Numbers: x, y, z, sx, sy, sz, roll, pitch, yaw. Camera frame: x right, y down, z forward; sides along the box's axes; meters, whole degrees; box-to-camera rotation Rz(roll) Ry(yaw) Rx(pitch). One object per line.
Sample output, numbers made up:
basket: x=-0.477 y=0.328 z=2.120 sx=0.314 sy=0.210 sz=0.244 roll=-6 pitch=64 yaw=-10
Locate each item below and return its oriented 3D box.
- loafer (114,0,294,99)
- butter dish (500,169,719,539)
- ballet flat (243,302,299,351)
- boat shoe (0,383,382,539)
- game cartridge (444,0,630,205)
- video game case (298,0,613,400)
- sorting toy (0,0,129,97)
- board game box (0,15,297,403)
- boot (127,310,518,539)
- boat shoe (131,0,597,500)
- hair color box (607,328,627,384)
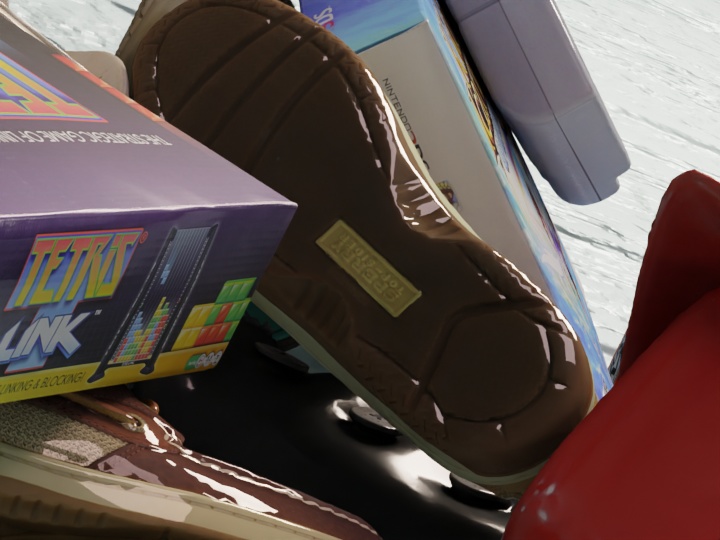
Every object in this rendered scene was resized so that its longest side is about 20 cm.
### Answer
loafer: x=-0.042 y=-0.063 z=1.042 sx=0.068 sy=0.076 sz=0.200 roll=22 pitch=-17 yaw=6
butter dish: x=0.092 y=0.116 z=0.718 sx=0.148 sy=0.200 sz=0.199 roll=-34 pitch=63 yaw=-22
ballet flat: x=-0.098 y=-0.025 z=1.004 sx=0.199 sy=0.073 sz=0.073 roll=19 pitch=17 yaw=8
boat shoe: x=-0.078 y=0.046 z=0.775 sx=0.199 sy=0.072 sz=0.072 roll=16 pitch=54 yaw=-19
game cartridge: x=0.036 y=-0.127 z=1.065 sx=0.133 sy=0.040 sz=0.201 roll=58 pitch=8 yaw=-72
video game case: x=0.035 y=-0.026 z=1.034 sx=0.200 sy=0.045 sz=0.182 roll=-98 pitch=162 yaw=-69
sorting toy: x=-0.176 y=-0.104 z=0.943 sx=0.200 sy=0.107 sz=0.180 roll=39 pitch=19 yaw=-17
board game box: x=-0.129 y=-0.034 z=0.736 sx=0.165 sy=0.057 sz=0.200 roll=31 pitch=13 yaw=18
boot: x=-0.037 y=0.058 z=0.863 sx=0.200 sy=0.066 sz=0.165 roll=35 pitch=22 yaw=19
boat shoe: x=0.000 y=0.000 z=0.878 sx=0.200 sy=0.072 sz=0.076 roll=53 pitch=-3 yaw=34
hair color box: x=0.142 y=0.071 z=1.042 sx=0.101 sy=0.061 sz=0.200 roll=22 pitch=19 yaw=-5
